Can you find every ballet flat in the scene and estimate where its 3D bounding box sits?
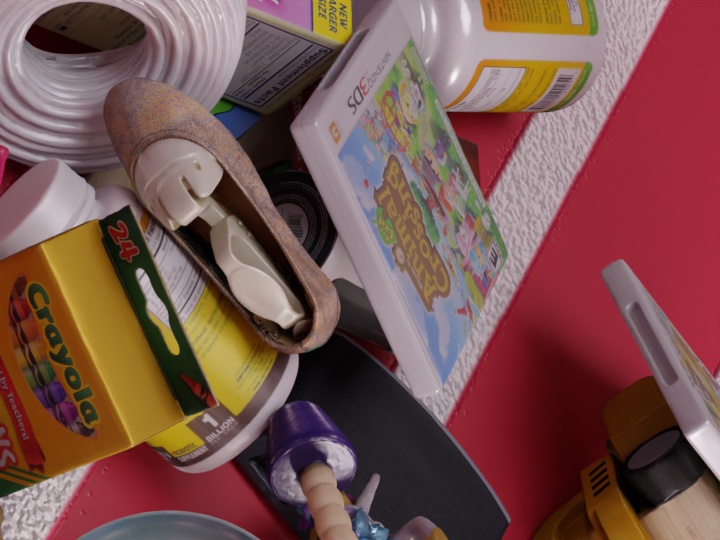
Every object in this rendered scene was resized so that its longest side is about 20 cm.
[{"bbox_3d":[-0.083,-0.030,1.687,0.200,0.068,0.067,47,21,-9],"label":"ballet flat"}]

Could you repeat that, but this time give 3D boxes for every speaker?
[{"bbox_3d":[0.000,0.000,1.845,0.200,0.081,0.082,29,53,-57],"label":"speaker"}]

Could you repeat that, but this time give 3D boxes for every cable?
[{"bbox_3d":[-0.164,-0.147,1.708,0.200,0.199,0.069,46,20,-40],"label":"cable"}]

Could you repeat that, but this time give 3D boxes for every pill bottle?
[{"bbox_3d":[0.069,-0.167,1.994,0.199,0.111,0.112,-2,75,-43],"label":"pill bottle"},{"bbox_3d":[-0.139,0.025,1.728,0.200,0.109,0.109,43,50,-21],"label":"pill bottle"}]

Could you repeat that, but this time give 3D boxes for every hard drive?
[{"bbox_3d":[0.014,0.141,1.872,0.200,0.042,0.135,48,48,-18],"label":"hard drive"}]

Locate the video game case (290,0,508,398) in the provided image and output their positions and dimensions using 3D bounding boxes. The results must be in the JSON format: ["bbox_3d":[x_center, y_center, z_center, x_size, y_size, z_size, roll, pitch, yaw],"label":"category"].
[{"bbox_3d":[0.029,-0.049,1.810,0.201,0.022,0.182,65,28,-22],"label":"video game case"}]

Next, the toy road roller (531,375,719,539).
[{"bbox_3d":[0.194,0.176,1.993,0.123,0.146,0.200,55,9,-11],"label":"toy road roller"}]

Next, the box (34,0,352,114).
[{"bbox_3d":[-0.112,-0.225,1.837,0.199,0.097,0.177,20,54,-33],"label":"box"}]

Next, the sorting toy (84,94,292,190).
[{"bbox_3d":[-0.086,-0.047,1.857,0.185,0.036,0.200,45,49,-21],"label":"sorting toy"}]

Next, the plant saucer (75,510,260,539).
[{"bbox_3d":[-0.113,0.240,1.639,0.027,0.199,0.201,51,32,-70],"label":"plant saucer"}]

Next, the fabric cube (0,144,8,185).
[{"bbox_3d":[-0.319,0.028,1.476,0.199,0.196,0.200,19,59,-21],"label":"fabric cube"}]

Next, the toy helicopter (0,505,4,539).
[{"bbox_3d":[-0.264,0.137,1.607,0.132,0.079,0.201,-8,68,-42],"label":"toy helicopter"}]

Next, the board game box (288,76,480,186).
[{"bbox_3d":[0.021,-0.062,1.947,0.200,0.019,0.103,19,60,-50],"label":"board game box"}]

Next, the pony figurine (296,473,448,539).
[{"bbox_3d":[-0.012,0.219,1.716,0.193,0.200,0.167,-51,120,-9],"label":"pony figurine"}]

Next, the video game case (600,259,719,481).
[{"bbox_3d":[0.247,0.107,1.971,0.200,0.023,0.182,50,11,-39],"label":"video game case"}]

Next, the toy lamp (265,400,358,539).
[{"bbox_3d":[-0.016,0.152,1.647,0.058,0.058,0.200,28,25,-32],"label":"toy lamp"}]

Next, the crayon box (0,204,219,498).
[{"bbox_3d":[-0.179,0.051,1.616,0.051,0.200,0.127,-26,92,-45],"label":"crayon box"}]
